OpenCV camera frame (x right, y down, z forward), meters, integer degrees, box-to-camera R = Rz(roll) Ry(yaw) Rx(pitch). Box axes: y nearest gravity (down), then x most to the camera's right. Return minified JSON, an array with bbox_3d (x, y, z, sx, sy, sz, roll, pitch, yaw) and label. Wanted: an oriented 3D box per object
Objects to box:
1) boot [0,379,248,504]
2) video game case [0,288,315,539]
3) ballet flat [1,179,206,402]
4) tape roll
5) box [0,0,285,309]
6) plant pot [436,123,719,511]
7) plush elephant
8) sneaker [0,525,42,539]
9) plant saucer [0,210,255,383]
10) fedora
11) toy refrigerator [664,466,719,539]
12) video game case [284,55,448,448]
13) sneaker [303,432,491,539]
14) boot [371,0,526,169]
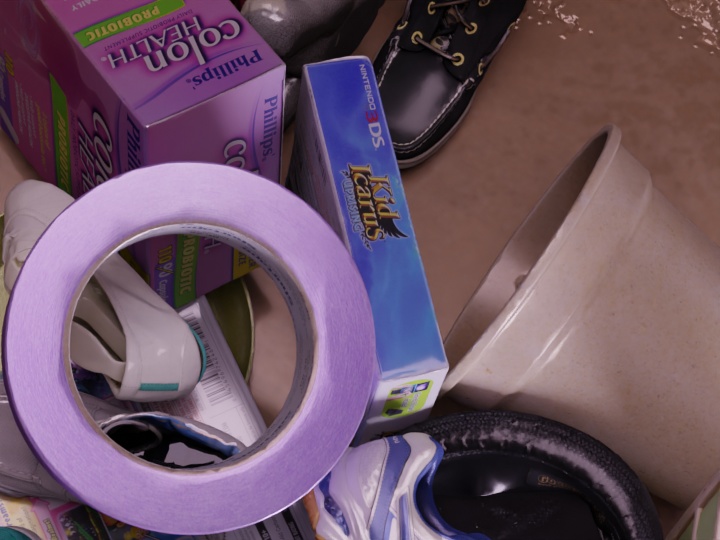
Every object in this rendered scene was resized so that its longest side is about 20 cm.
[{"bbox_3d":[-0.152,0.098,1.348,0.200,0.096,0.074,11,73,-2],"label":"boot"},{"bbox_3d":[-0.138,0.133,1.403,0.182,0.024,0.200,-24,78,-12],"label":"video game case"},{"bbox_3d":[-0.171,0.010,1.388,0.069,0.069,0.200,-37,55,-16],"label":"ballet flat"},{"bbox_3d":[-0.095,0.043,1.277,0.200,0.066,0.200,1,86,-10],"label":"tape roll"},{"bbox_3d":[-0.140,-0.108,1.413,0.097,0.176,0.200,-27,58,-23],"label":"box"},{"bbox_3d":[0.168,0.045,1.414,0.183,0.200,0.201,35,70,-3],"label":"plant pot"},{"bbox_3d":[-0.069,-0.195,1.493,0.155,0.165,0.200,37,61,10],"label":"plush elephant"},{"bbox_3d":[-0.202,0.239,1.297,0.083,0.121,0.200,-11,80,9],"label":"sneaker"},{"bbox_3d":[-0.166,0.044,1.461,0.200,0.031,0.200,2,69,-5],"label":"plant saucer"},{"bbox_3d":[0.083,0.172,1.389,0.200,0.092,0.201,0,89,11],"label":"fedora"},{"bbox_3d":[0.212,0.175,1.350,0.070,0.200,0.076,11,69,0],"label":"toy refrigerator"},{"bbox_3d":[0.000,0.000,1.410,0.045,0.181,0.200,-10,70,-10],"label":"video game case"},{"bbox_3d":[0.040,0.188,1.310,0.088,0.075,0.200,-22,86,9],"label":"sneaker"},{"bbox_3d":[0.063,-0.176,1.496,0.073,0.154,0.204,30,70,7],"label":"boot"}]
